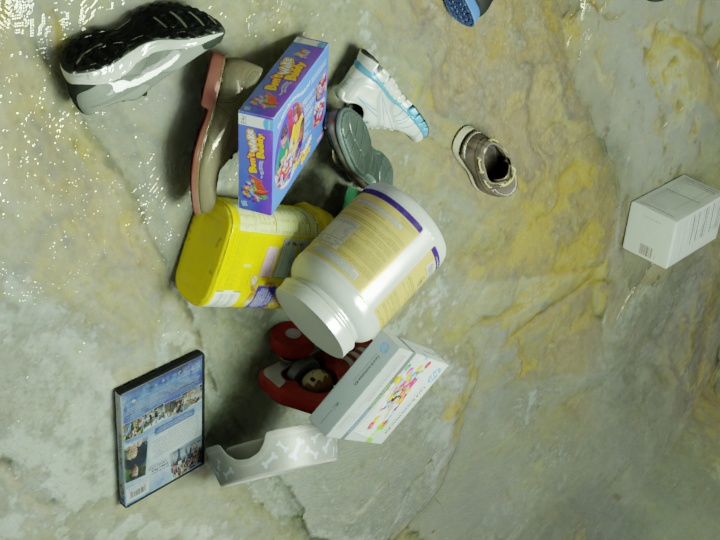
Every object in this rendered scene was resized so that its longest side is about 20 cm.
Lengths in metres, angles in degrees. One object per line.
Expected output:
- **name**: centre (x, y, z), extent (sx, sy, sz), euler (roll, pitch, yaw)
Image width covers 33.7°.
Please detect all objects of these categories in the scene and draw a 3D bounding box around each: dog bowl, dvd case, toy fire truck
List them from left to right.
- **dvd case**: centre (-0.273, 0.218, 1.640), extent (0.142, 0.017, 0.202), euler (-26, 133, -39)
- **dog bowl**: centre (-0.123, 0.265, 1.714), extent (0.199, 0.198, 0.060), euler (0, 73, -51)
- **toy fire truck**: centre (-0.040, 0.148, 1.745), extent (0.199, 0.167, 0.114), euler (-24, 133, -39)

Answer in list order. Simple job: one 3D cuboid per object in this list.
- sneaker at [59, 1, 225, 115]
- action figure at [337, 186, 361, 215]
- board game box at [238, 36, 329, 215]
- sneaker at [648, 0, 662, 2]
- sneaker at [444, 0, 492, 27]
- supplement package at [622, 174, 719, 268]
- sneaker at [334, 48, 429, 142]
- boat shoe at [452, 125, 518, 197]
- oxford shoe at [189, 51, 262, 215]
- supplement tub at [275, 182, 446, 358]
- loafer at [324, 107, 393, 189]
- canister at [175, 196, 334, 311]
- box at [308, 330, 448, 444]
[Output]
- **sneaker**: centre (-0.238, -0.235, 1.310), extent (0.199, 0.074, 0.080), euler (-28, 145, -28)
- **action figure**: centre (-0.033, -0.019, 1.734), extent (0.202, 0.054, 0.118), euler (-59, 148, 7)
- **board game box**: centre (-0.093, -0.181, 1.460), extent (0.201, 0.044, 0.136), euler (-62, 162, -50)
- **sneaker**: centre (0.553, -0.550, 2.042), extent (0.200, 0.075, 0.080), euler (-48, 142, -15)
- **sneaker**: centre (0.142, -0.428, 1.636), extent (0.078, 0.070, 0.201), euler (-53, 151, -15)
- **supplement package**: centre (0.651, -0.103, 2.460), extent (0.199, 0.113, 0.111), euler (-24, 132, -38)
- **sneaker**: centre (0.024, -0.224, 1.648), extent (0.087, 0.075, 0.200), euler (-45, 142, 4)
- **boat shoe**: centre (0.214, -0.165, 1.920), extent (0.072, 0.059, 0.200), euler (-56, 145, -5)
- **oxford shoe**: centre (-0.163, -0.157, 1.429), extent (0.074, 0.071, 0.203), euler (9, 115, -10)
- **supplement tub**: centre (0.000, 0.000, 1.553), extent (0.200, 0.145, 0.146), euler (-45, 143, -17)
- **loafer**: centre (-0.015, -0.156, 1.627), extent (0.200, 0.062, 0.073), euler (48, 50, -58)
- **canister**: centre (-0.137, -0.021, 1.573), extent (0.199, 0.086, 0.150), euler (4, 111, -50)
- **box**: centre (0.028, 0.165, 1.631), extent (0.156, 0.041, 0.200), euler (-50, 157, 6)
